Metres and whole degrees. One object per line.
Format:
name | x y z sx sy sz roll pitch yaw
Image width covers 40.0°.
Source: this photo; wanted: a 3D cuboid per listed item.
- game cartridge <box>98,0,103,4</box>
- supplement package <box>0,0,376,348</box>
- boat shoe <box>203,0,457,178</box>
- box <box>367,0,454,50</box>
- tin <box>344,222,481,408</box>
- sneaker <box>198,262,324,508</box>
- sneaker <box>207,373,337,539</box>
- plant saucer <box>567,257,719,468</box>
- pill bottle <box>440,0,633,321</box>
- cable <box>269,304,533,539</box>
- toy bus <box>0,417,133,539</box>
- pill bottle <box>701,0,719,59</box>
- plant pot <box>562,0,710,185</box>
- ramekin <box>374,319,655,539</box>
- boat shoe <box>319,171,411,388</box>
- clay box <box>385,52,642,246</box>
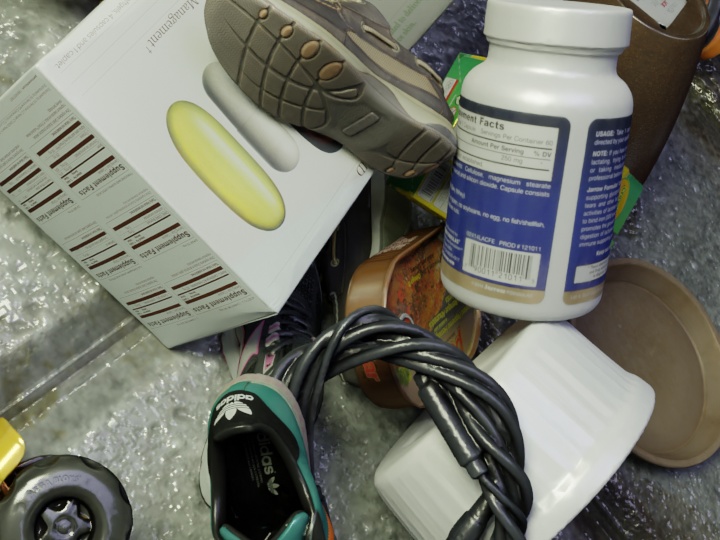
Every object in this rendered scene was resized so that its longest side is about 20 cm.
game cartridge | -0.132 -0.235 0.821 0.175 0.032 0.201 -5 72 -33
supplement package | -0.114 -0.091 0.666 0.200 0.147 0.192 47 54 -21
boat shoe | -0.016 -0.130 0.622 0.200 0.074 0.074 32 49 -40
box | -0.020 -0.287 0.771 0.199 0.199 0.172 24 57 -20
tin | 0.044 0.033 0.747 0.200 0.042 0.113 -33 108 -62
sneaker | -0.052 0.069 0.693 0.080 0.086 0.201 17 61 -25
sneaker | -0.044 0.161 0.548 0.071 0.080 0.201 -18 96 6
plant saucer | 0.264 0.085 0.916 0.199 0.029 0.201 13 63 -26
pill bottle | 0.120 -0.077 0.667 0.115 0.116 0.202 -7 113 -33
cable | 0.021 0.121 0.595 0.051 0.162 0.202 -27 114 -76
toy bus | -0.177 0.209 0.536 0.200 0.136 0.192 44 66 -10
pill bottle | 0.316 -0.299 1.077 0.199 0.106 0.107 19 60 -23
plant pot | 0.207 -0.165 0.865 0.186 0.200 0.188 10 54 -14
ramekin | 0.101 0.119 0.700 0.098 0.201 0.200 45 53 3
boat shoe | 0.000 0.000 0.777 0.072 0.060 0.203 44 46 -52
clay box | 0.127 -0.067 0.773 0.199 0.048 0.115 30 91 -34
